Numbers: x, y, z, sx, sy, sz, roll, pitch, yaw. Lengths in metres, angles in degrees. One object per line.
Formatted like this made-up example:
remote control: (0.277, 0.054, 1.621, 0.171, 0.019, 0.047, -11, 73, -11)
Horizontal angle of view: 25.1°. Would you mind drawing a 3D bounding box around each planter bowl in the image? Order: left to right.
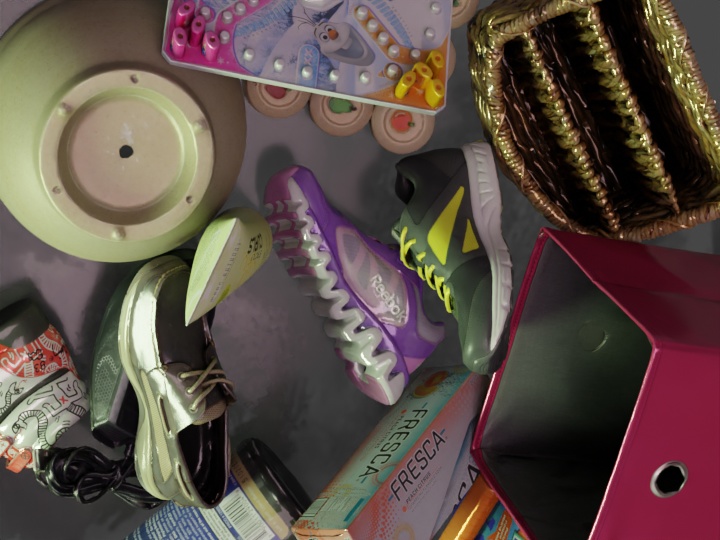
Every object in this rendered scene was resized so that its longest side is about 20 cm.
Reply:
planter bowl: (-0.170, -0.093, 1.134, 0.199, 0.135, 0.202, -3, 106, -12)

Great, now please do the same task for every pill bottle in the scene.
pill bottle: (-0.126, 0.232, 1.249, 0.200, 0.112, 0.112, -39, 111, 0)

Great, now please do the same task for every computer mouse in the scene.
computer mouse: (-0.171, 0.074, 1.207, 0.138, 0.052, 0.201, 19, 91, -53)

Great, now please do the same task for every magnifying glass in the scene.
magnifying glass: (0.059, 0.244, 1.296, 0.022, 0.080, 0.201, 9, 121, -37)

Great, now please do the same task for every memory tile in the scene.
memory tile: (0.009, -0.196, 1.203, 0.152, 0.017, 0.201, 16, 101, -12)

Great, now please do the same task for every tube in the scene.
tube: (-0.093, -0.010, 1.128, 0.052, 0.200, 0.058, -15, 96, 3)

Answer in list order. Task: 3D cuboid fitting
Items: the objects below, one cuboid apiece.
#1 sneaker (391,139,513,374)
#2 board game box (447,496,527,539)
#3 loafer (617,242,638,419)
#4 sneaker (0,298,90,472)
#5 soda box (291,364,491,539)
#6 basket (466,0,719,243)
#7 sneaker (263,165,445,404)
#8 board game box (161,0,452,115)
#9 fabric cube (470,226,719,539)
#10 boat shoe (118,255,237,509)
sneaker: (0.067, -0.008, 1.200, 0.084, 0.201, 0.075, -3, 143, -1)
board game box: (0.112, 0.250, 1.265, 0.045, 0.200, 0.153, 15, 101, -17)
loafer: (0.179, 0.062, 1.297, 0.067, 0.076, 0.202, 5, 109, -2)
sneaker: (-0.299, 0.117, 1.198, 0.201, 0.067, 0.108, -32, 108, -6)
soda box: (0.036, 0.158, 1.237, 0.200, 0.063, 0.069, -47, 117, -37)
basket: (0.171, -0.116, 1.202, 0.142, 0.149, 0.201, -28, 111, -4)
sneaker: (0.000, 0.000, 1.236, 0.088, 0.080, 0.201, -35, 108, -16)
board game box: (-0.028, -0.219, 1.122, 0.198, 0.026, 0.201, 10, 68, -12)
fabric cube: (0.224, 0.106, 1.164, 0.198, 0.200, 0.197, 9, 111, -21)
boat shoe: (-0.122, 0.084, 1.168, 0.074, 0.073, 0.201, -31, 129, -41)
